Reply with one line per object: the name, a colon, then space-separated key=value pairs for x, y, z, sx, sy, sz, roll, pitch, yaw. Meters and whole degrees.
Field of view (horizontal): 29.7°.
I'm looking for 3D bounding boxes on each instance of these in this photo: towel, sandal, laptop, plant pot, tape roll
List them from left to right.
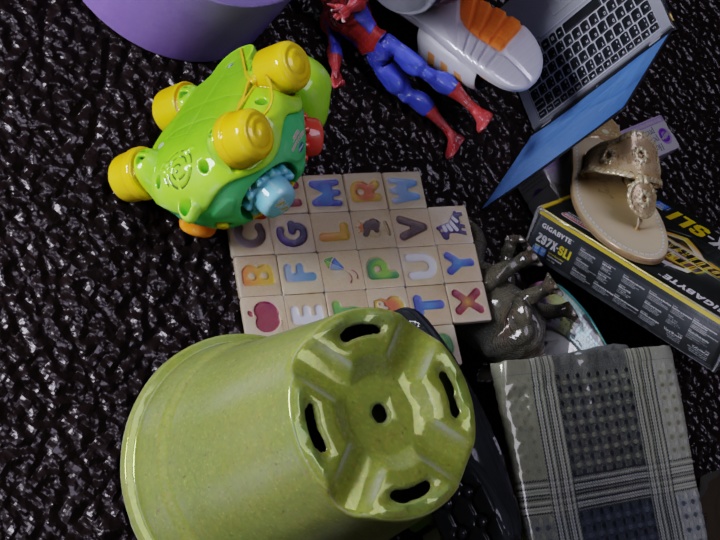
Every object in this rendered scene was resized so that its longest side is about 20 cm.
tape roll: x=-0.138 y=-0.274 z=1.080 sx=0.199 sy=0.085 sz=0.201 roll=17 pitch=57 yaw=-29
plant pot: x=-0.028 y=0.113 z=0.872 sx=0.200 sy=0.184 sz=0.201 roll=12 pitch=66 yaw=-28
sandal: x=0.074 y=-0.214 z=1.215 sx=0.206 sy=0.059 sz=0.079 roll=39 pitch=52 yaw=20
laptop: x=0.166 y=-0.185 z=1.181 sx=0.116 sy=0.187 sz=0.201 roll=-8 pitch=71 yaw=-39
towel: x=0.186 y=0.158 z=1.052 sx=0.192 sy=0.034 sz=0.201 roll=-2 pitch=79 yaw=-33
sandal: x=0.222 y=-0.098 z=1.170 sx=0.077 sy=0.070 sz=0.212 roll=7 pitch=37 yaw=-12

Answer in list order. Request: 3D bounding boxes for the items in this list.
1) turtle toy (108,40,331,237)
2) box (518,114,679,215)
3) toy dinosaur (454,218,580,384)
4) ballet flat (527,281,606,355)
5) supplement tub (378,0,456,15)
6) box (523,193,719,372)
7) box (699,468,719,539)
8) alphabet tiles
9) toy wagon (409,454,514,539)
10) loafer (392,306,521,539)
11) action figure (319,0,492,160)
turtle toy: x=-0.084 y=-0.100 z=1.003 sx=0.101 sy=0.145 sz=0.200 roll=52 pitch=44 yaw=-28
box: x=0.226 y=-0.099 z=1.278 sx=0.200 sy=0.041 sz=0.039 roll=-23 pitch=80 yaw=-42
toy dinosaur: x=0.108 y=0.027 z=1.095 sx=0.200 sy=0.102 sz=0.077 roll=57 pitch=7 yaw=25
ballet flat: x=0.185 y=0.104 z=1.126 sx=0.071 sy=0.069 sz=0.201 roll=-30 pitch=89 yaw=-35
supplement tub: x=0.075 y=-0.301 z=1.181 sx=0.107 sy=0.107 sz=0.200 roll=44 pitch=48 yaw=-8
box: x=0.265 y=-0.004 z=1.175 sx=0.200 sy=0.050 sz=0.159 roll=35 pitch=31 yaw=27
box: x=0.374 y=0.196 z=1.119 sx=0.078 sy=0.200 sz=0.095 roll=29 pitch=52 yaw=-20
alphabet tiles: x=0.000 y=0.000 z=1.047 sx=0.199 sy=0.006 sz=0.167 roll=-4 pitch=68 yaw=-19
toy wagon: x=0.126 y=0.203 z=1.044 sx=0.155 sy=0.040 sz=0.200 roll=50 pitch=48 yaw=-4
loafer: x=0.062 y=0.123 z=0.988 sx=0.070 sy=0.068 sz=0.201 roll=29 pitch=36 yaw=-65
action figure: x=0.017 y=-0.171 z=1.145 sx=0.200 sy=0.065 sz=0.099 roll=44 pitch=35 yaw=-8
